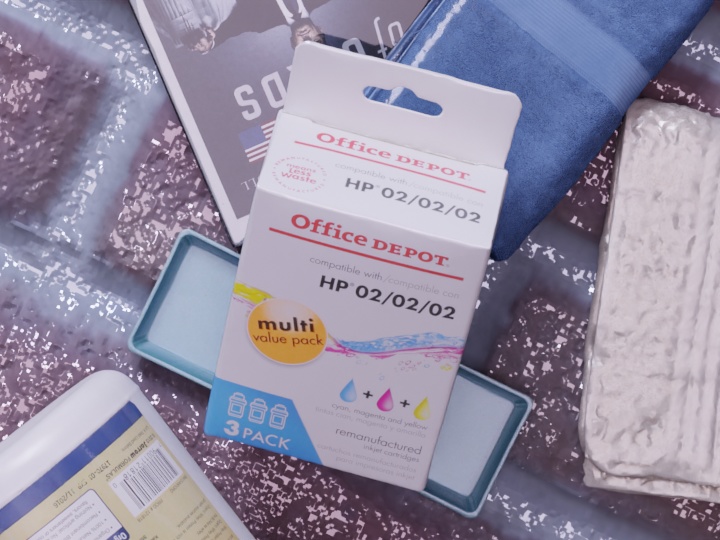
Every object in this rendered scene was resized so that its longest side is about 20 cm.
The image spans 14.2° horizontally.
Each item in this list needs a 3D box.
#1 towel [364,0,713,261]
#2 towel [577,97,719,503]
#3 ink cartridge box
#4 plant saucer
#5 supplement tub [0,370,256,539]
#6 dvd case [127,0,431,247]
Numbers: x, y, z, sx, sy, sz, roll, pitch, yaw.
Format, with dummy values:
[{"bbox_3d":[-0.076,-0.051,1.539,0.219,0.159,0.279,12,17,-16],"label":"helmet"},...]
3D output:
[{"bbox_3d":[0.088,-0.110,1.428,0.112,0.049,0.200,40,82,-10],"label":"towel"},{"bbox_3d":[0.183,0.020,1.462,0.132,0.034,0.201,8,95,-1],"label":"towel"},{"bbox_3d":[0.000,0.000,1.382,0.115,0.068,0.200,14,128,1],"label":"ink cartridge box"},{"bbox_3d":[-0.015,0.052,1.477,0.200,0.019,0.070,26,96,-2],"label":"plant saucer"},{"bbox_3d":[-0.115,0.165,1.427,0.144,0.144,0.200,-37,93,4],"label":"supplement tub"},{"bbox_3d":[-0.034,-0.131,1.456,0.150,0.025,0.200,-23,94,3],"label":"dvd case"}]
